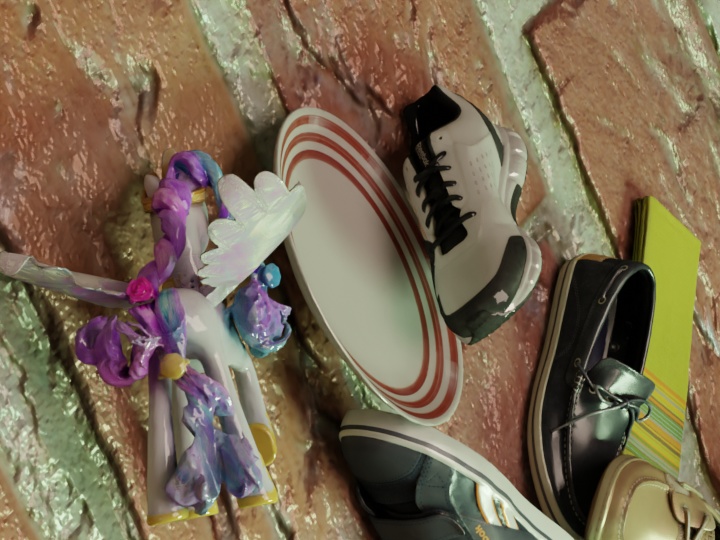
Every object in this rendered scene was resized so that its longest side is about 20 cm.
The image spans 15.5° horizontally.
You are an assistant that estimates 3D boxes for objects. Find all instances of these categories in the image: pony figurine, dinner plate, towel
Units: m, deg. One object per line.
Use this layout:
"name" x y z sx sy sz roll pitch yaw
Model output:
"pony figurine" -0.094 0.027 1.361 0.193 0.165 0.201 33 47 -83
"dinner plate" 0.000 0.000 1.534 0.200 0.024 0.201 46 29 -35
"towel" 0.205 0.055 1.836 0.086 0.018 0.201 39 53 -49

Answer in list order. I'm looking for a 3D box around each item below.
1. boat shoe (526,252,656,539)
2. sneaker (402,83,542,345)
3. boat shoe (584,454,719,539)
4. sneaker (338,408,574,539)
"boat shoe" 0.155 0.080 1.726 0.075 0.062 0.201 35 58 -45
"sneaker" 0.057 -0.035 1.593 0.080 0.074 0.200 40 26 -29
"boat shoe" 0.203 0.167 1.726 0.200 0.064 0.072 23 84 -63
"sneaker" 0.054 0.157 1.564 0.200 0.078 0.080 39 63 -34
